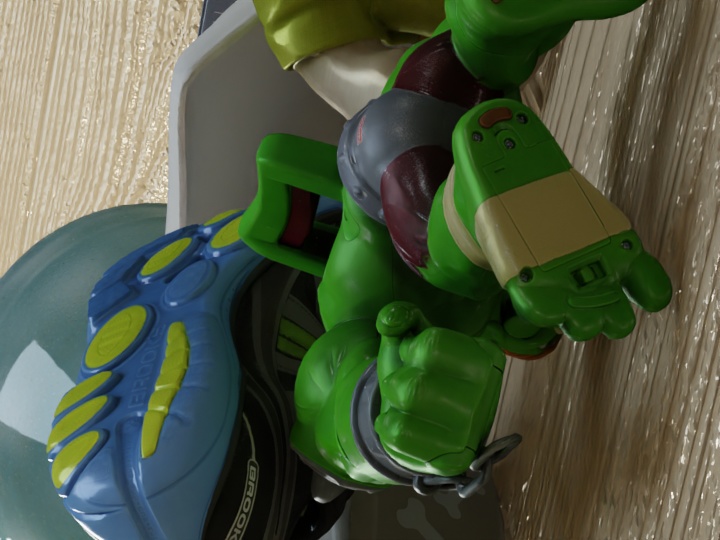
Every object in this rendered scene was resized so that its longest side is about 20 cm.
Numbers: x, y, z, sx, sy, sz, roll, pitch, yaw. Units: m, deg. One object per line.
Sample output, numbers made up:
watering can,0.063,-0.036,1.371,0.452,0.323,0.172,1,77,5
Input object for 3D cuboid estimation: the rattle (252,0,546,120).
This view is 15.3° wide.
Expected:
rattle,0.060,-0.137,0.927,0.130,0.143,0.200,59,133,31

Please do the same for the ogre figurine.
ogre figurine,0.026,-0.023,0.692,0.120,0.098,0.200,131,140,-58

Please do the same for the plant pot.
plant pot,-0.075,0.078,1.253,0.134,0.200,0.200,20,101,58

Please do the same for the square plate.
square plate,-0.021,-0.068,1.081,0.200,0.028,0.198,-45,-22,-34

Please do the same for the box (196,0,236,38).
box,-0.100,-0.259,2.598,0.200,0.104,0.182,-101,20,-78

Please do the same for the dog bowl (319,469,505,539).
dog bowl,-0.014,0.131,0.847,0.200,0.059,0.200,-165,90,-74

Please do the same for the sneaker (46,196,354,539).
sneaker,-0.037,0.038,0.769,0.200,0.071,0.083,-74,-39,-62
